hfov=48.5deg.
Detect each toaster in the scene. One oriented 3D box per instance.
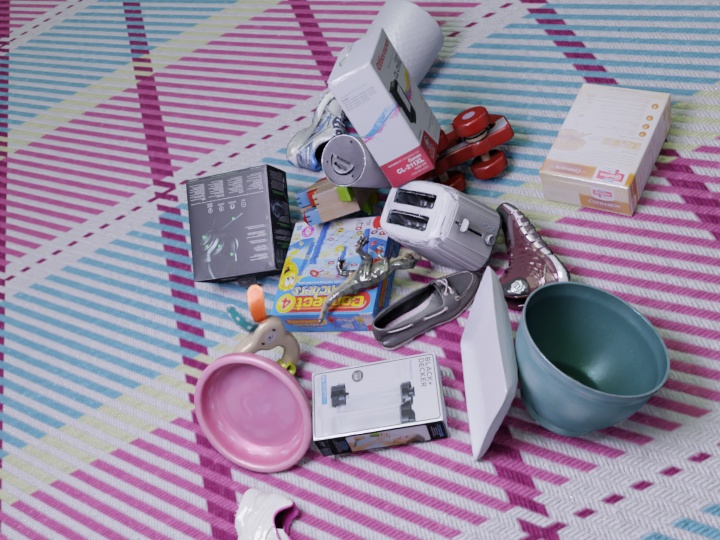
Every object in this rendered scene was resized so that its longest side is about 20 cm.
[{"bbox_3d":[0.122,-0.078,1.299,0.198,0.128,0.116,20,86,50],"label":"toaster"}]

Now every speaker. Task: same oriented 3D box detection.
[{"bbox_3d":[0.012,-0.179,1.342,0.079,0.199,0.083,2,95,25],"label":"speaker"}]

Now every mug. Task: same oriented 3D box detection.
[{"bbox_3d":[0.050,-0.423,1.614,0.198,0.147,0.177,12,67,54],"label":"mug"}]

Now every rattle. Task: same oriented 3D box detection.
[{"bbox_3d":[-0.140,0.144,1.243,0.127,0.203,0.144,-5,42,-12],"label":"rattle"}]

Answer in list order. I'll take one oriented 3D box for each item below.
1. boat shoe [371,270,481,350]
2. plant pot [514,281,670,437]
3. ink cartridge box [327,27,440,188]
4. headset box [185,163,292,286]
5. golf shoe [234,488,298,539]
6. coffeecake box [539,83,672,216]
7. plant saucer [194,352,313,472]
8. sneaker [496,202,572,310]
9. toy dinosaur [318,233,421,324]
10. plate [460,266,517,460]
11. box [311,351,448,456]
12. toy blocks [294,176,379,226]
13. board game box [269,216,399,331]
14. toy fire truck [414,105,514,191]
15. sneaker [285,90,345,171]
[{"bbox_3d":[0.106,0.056,1.286,0.198,0.057,0.067,-34,49,0],"label":"boat shoe"},{"bbox_3d":[0.288,0.133,1.067,0.196,0.136,0.203,10,40,-8],"label":"plant pot"},{"bbox_3d":[0.043,-0.261,1.280,0.082,0.201,0.147,-22,30,26],"label":"ink cartridge box"},{"bbox_3d":[-0.218,-0.074,1.465,0.170,0.093,0.205,-9,84,20],"label":"headset box"},{"bbox_3d":[-0.145,0.412,1.142,0.089,0.076,0.204,-3,57,20],"label":"golf shoe"},{"bbox_3d":[0.405,-0.203,1.319,0.151,0.073,0.202,16,65,33],"label":"coffeecake box"},{"bbox_3d":[-0.159,0.213,1.234,0.196,0.205,0.051,-6,20,22],"label":"plant saucer"},{"bbox_3d":[0.238,-0.015,1.265,0.114,0.076,0.201,-34,49,3],"label":"sneaker"},{"bbox_3d":[0.000,0.000,1.313,0.197,0.048,0.089,-30,57,3],"label":"toy dinosaur"},{"bbox_3d":[0.181,0.133,1.120,0.031,0.202,0.203,2,53,-6],"label":"plate"},{"bbox_3d":[0.028,0.200,1.201,0.195,0.061,0.119,-10,53,9],"label":"box"},{"bbox_3d":[-0.053,-0.136,1.448,0.134,0.102,0.201,-17,18,19],"label":"toy blocks"},{"bbox_3d":[-0.041,0.006,1.394,0.196,0.056,0.199,-3,55,23],"label":"board game box"},{"bbox_3d":[0.171,-0.229,1.439,0.197,0.113,0.169,-26,28,10],"label":"toy fire truck"},{"bbox_3d":[-0.059,-0.279,1.609,0.084,0.077,0.202,30,80,28],"label":"sneaker"}]
